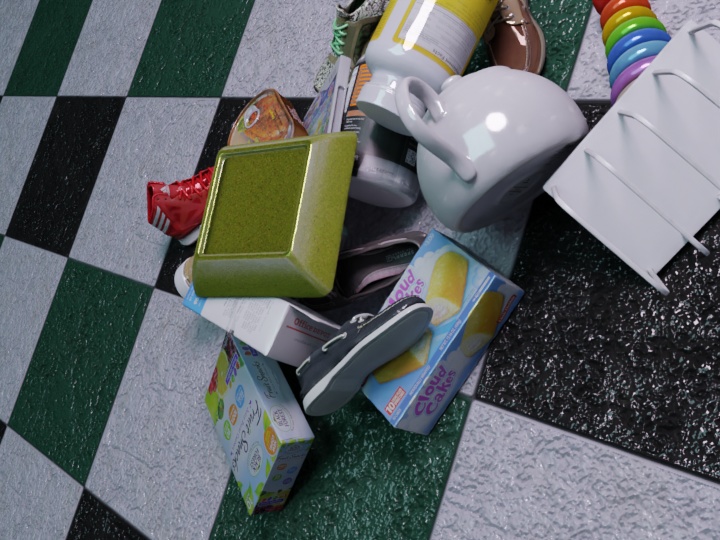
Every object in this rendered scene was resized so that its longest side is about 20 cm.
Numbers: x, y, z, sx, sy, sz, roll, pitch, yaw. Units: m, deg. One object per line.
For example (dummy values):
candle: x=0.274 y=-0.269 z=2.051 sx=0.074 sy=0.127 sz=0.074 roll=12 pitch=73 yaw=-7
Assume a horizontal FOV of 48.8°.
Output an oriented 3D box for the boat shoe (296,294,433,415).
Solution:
boat shoe: x=-0.004 y=0.083 z=0.876 sx=0.200 sy=0.075 sz=0.061 roll=-41 pitch=55 yaw=23

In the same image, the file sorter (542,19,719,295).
file sorter: x=0.282 y=-0.099 z=0.700 sx=0.139 sy=0.125 sz=0.200 roll=40 pitch=105 yaw=0

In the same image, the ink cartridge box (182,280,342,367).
ink cartridge box: x=-0.106 y=0.062 z=0.962 sx=0.199 sy=0.116 sz=0.068 roll=25 pitch=88 yaw=36

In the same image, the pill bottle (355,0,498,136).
pill bottle: x=0.073 y=-0.261 z=0.902 sx=0.112 sy=0.112 sz=0.201 roll=24 pitch=86 yaw=45

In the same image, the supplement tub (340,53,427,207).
supplement tub: x=0.036 y=-0.192 z=1.011 sx=0.122 sy=0.122 sz=0.202 roll=7 pitch=78 yaw=44

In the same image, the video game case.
video game case: x=-0.057 y=-0.160 z=1.031 sx=0.143 sy=0.018 sz=0.201 roll=132 pitch=151 yaw=-54

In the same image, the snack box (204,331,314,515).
snack box: x=-0.138 y=0.191 z=1.037 sx=0.200 sy=0.053 sz=0.143 roll=56 pitch=136 yaw=40

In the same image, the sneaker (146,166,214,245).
sneaker: x=-0.268 y=-0.126 z=1.273 sx=0.200 sy=0.115 sz=0.079 roll=-47 pitch=48 yaw=19

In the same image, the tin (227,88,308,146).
tin: x=-0.127 y=-0.173 z=1.082 sx=0.112 sy=0.042 sz=0.201 roll=-43 pitch=38 yaw=13

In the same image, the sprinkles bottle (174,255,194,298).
sprinkles bottle: x=-0.182 y=-0.022 z=1.101 sx=0.200 sy=0.068 sz=0.069 roll=-35 pitch=52 yaw=40

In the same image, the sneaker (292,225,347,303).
sneaker: x=-0.080 y=0.030 z=1.070 sx=0.200 sy=0.077 sz=0.141 roll=-37 pitch=53 yaw=39

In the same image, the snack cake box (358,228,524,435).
snack cake box: x=0.079 y=0.070 z=0.903 sx=0.115 sy=0.067 sz=0.201 roll=41 pitch=102 yaw=43

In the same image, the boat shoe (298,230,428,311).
boat shoe: x=0.000 y=0.000 z=0.977 sx=0.199 sy=0.057 sz=0.067 roll=-21 pitch=85 yaw=21

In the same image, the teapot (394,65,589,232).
teapot: x=0.129 y=-0.144 z=0.836 sx=0.196 sy=0.200 sz=0.147 roll=-29 pitch=76 yaw=-10

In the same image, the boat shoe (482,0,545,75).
boat shoe: x=0.170 y=-0.308 z=0.967 sx=0.075 sy=0.072 sz=0.202 roll=-27 pitch=56 yaw=33

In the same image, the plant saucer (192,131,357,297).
plant saucer: x=-0.112 y=-0.071 z=0.917 sx=0.198 sy=0.048 sz=0.202 roll=-1 pitch=71 yaw=31

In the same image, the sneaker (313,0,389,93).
sneaker: x=-0.018 y=-0.349 z=1.148 sx=0.201 sy=0.088 sz=0.077 roll=-53 pitch=46 yaw=14

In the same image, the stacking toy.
stacking toy: x=0.285 y=-0.240 z=0.832 sx=0.085 sy=0.085 sz=0.201 roll=-29 pitch=51 yaw=31
